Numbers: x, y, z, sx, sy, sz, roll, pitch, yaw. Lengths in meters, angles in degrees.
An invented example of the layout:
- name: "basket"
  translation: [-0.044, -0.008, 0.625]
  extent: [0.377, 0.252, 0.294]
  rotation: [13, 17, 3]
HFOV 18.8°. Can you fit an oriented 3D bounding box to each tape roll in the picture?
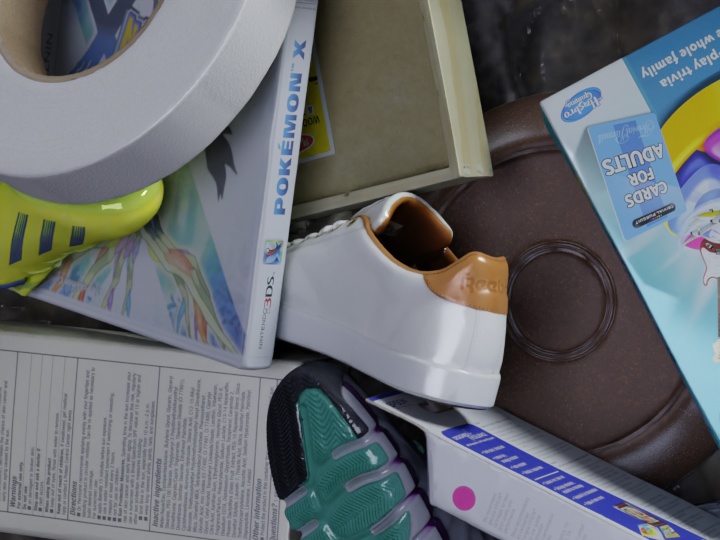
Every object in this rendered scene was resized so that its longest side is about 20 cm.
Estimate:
- name: "tape roll"
  translation: [-0.119, -0.128, 1.003]
  extent: [0.201, 0.037, 0.204]
  rotation: [-13, 64, 28]

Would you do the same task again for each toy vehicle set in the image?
- name: "toy vehicle set"
  translation: [-0.033, -0.088, 1.047]
  extent: [0.199, 0.026, 0.125]
  rotation: [-11, 87, 38]

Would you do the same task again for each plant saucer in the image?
- name: "plant saucer"
  translation: [0.097, 0.014, 1.034]
  extent: [0.199, 0.032, 0.202]
  rotation: [0, 91, 18]

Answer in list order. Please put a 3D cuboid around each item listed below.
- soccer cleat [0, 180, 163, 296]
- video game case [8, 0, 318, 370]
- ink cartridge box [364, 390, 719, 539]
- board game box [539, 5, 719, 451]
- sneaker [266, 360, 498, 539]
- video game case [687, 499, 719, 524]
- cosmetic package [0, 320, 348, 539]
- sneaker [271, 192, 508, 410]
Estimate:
- name: "soccer cleat"
  translation: [-0.162, -0.027, 1.075]
  extent: [0.199, 0.065, 0.084]
  rotation: [2, 121, 42]
- name: "video game case"
  translation: [-0.103, -0.062, 1.058]
  extent: [0.199, 0.022, 0.184]
  rotation: [15, 101, 45]
- name: "ink cartridge box"
  translation: [0.099, 0.107, 0.963]
  extent: [0.199, 0.095, 0.037]
  rotation: [28, 103, 20]
- name: "board game box"
  translation: [0.192, -0.020, 0.965]
  extent: [0.150, 0.047, 0.201]
  rotation: [-28, 77, 4]
- name: "sneaker"
  translation: [0.031, 0.125, 1.022]
  extent: [0.074, 0.087, 0.201]
  rotation: [-28, 92, 39]
- name: "video game case"
  translation: [0.211, 0.170, 0.979]
  extent: [0.198, 0.019, 0.144]
  rotation: [-11, 87, 22]
- name: "cosmetic package"
  translation: [-0.112, 0.084, 1.086]
  extent: [0.198, 0.073, 0.104]
  rotation: [6, 93, 20]
- name: "sneaker"
  translation: [0.000, 0.000, 1.023]
  extent: [0.199, 0.072, 0.085]
  rotation: [19, 98, 45]
